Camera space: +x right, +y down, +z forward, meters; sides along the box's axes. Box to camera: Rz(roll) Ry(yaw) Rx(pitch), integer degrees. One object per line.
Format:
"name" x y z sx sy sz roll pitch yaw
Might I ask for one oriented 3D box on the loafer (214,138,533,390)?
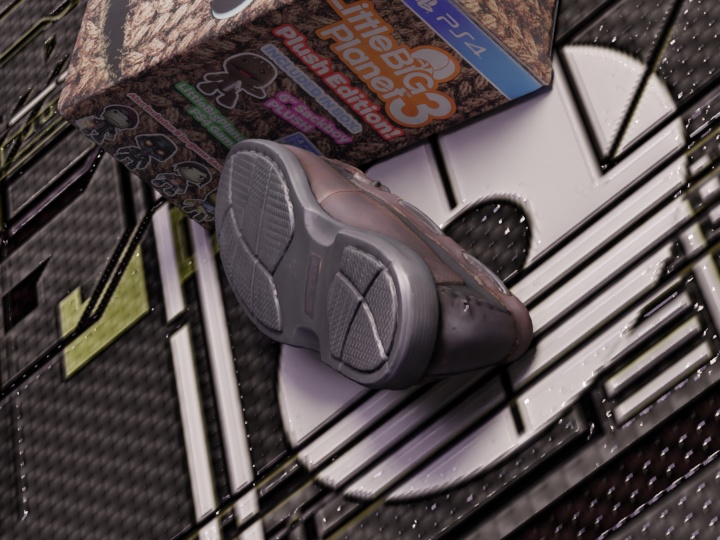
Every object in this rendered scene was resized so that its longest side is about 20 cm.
"loafer" 0.000 0.000 0.963 0.200 0.063 0.072 -141 60 -60

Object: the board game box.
"board game box" -0.015 -0.134 1.053 0.199 0.097 0.160 -22 44 37
